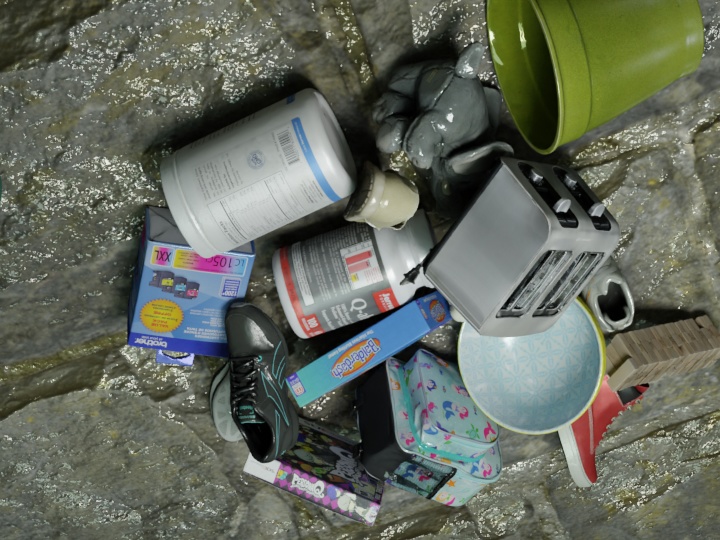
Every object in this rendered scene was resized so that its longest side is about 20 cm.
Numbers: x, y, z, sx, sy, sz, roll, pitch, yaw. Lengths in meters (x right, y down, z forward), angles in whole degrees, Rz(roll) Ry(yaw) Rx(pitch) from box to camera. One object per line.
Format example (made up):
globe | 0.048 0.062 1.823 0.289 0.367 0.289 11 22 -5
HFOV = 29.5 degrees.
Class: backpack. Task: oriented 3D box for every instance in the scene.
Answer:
backpack | 0.103 0.213 1.830 0.199 0.179 0.150 30 124 -33

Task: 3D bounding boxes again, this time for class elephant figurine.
elephant figurine | 0.117 -0.155 1.588 0.199 0.154 0.143 32 76 -40

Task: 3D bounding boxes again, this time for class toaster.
toaster | 0.180 -0.021 1.576 0.180 0.119 0.201 3 130 -53

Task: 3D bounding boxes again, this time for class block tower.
block tower | 0.400 0.107 1.809 0.198 0.058 0.054 -10 147 -38

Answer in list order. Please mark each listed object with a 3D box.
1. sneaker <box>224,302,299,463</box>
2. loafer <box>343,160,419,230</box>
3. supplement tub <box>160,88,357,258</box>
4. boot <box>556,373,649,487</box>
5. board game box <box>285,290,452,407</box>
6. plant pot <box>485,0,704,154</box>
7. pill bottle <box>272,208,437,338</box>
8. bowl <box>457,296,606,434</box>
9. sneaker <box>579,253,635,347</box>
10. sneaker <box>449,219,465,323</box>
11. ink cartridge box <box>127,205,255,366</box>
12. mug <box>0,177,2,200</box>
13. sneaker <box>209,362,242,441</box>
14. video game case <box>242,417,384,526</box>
sneaker | -0.125 0.138 1.667 0.074 0.079 0.203 -10 104 25
loafer | 0.026 -0.080 1.575 0.067 0.200 0.077 21 96 -6
supplement tub | -0.114 -0.111 1.567 0.198 0.133 0.133 -23 128 12
boot | 0.348 0.217 1.937 0.142 0.073 0.202 -17 125 4
board game box | 0.015 0.098 1.746 0.199 0.152 0.045 -31 86 17
plant pot | 0.262 -0.250 1.488 0.190 0.201 0.202 -17 130 -9
pill bottle | 0.000 0.000 1.682 0.197 0.117 0.117 -19 129 7
bowl | 0.237 0.105 1.792 0.200 0.201 0.107 -42 166 24
sneaker | 0.326 0.060 1.788 0.075 0.092 0.201 -26 129 1
sneaker | 0.146 -0.028 1.718 0.092 0.071 0.201 23 119 -16
ink cartridge box | -0.215 0.029 1.701 0.134 0.077 0.202 7 128 -14
mug | -0.501 -0.076 1.548 0.184 0.115 0.152 28 120 -27
sneaker | -0.153 0.175 1.798 0.074 0.116 0.202 8 127 -15
video game case | -0.053 0.253 1.794 0.179 0.200 0.036 23 102 1
